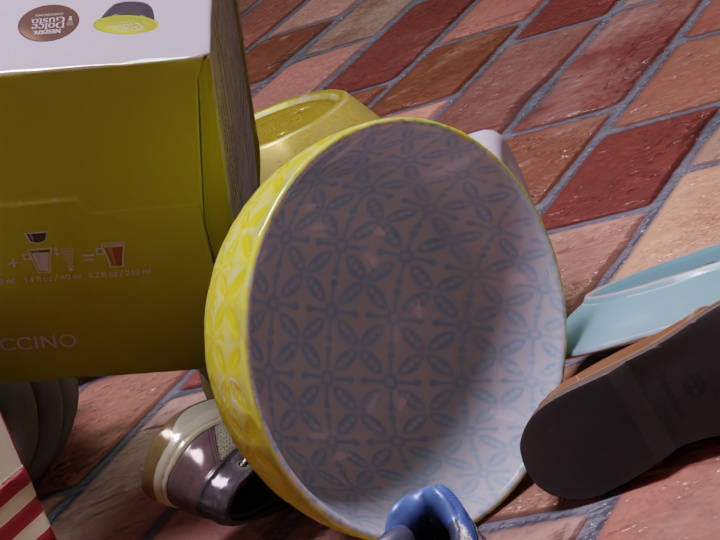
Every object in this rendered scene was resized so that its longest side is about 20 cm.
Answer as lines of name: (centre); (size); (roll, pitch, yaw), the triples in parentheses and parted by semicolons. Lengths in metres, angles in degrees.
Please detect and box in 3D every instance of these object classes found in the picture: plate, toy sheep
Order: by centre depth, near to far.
plate: (0.182, 0.003, 1.340); (0.199, 0.026, 0.200); (-18, 2, 1)
toy sheep: (-0.229, 0.073, 1.569); (0.137, 0.139, 0.200); (-13, 6, 31)

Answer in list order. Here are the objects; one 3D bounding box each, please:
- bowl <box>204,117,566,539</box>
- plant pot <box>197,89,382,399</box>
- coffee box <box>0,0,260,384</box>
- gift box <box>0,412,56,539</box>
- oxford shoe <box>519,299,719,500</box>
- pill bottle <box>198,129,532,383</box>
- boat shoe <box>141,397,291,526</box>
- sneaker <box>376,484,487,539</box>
bowl: (-0.006, 0.030, 1.271); (0.200, 0.201, 0.107); (-33, 18, -33)
plant pot: (-0.031, -0.025, 1.592); (0.199, 0.143, 0.200); (-21, 16, 6)
coffee box: (-0.160, -0.078, 1.351); (0.198, 0.201, 0.198); (-4, 40, 2)
gift box: (-0.252, 0.154, 1.230); (0.199, 0.185, 0.187); (-18, 13, 38)
oxford shoe: (0.170, 0.043, 1.232); (0.199, 0.072, 0.071); (-20, 10, 14)
pill bottle: (0.000, 0.000, 1.452); (0.199, 0.105, 0.104); (-18, 16, 11)
boat shoe: (-0.024, 0.090, 1.356); (0.066, 0.072, 0.200); (37, 36, 30)
sneaker: (0.008, 0.154, 1.054); (0.077, 0.086, 0.200); (-16, 18, 22)
